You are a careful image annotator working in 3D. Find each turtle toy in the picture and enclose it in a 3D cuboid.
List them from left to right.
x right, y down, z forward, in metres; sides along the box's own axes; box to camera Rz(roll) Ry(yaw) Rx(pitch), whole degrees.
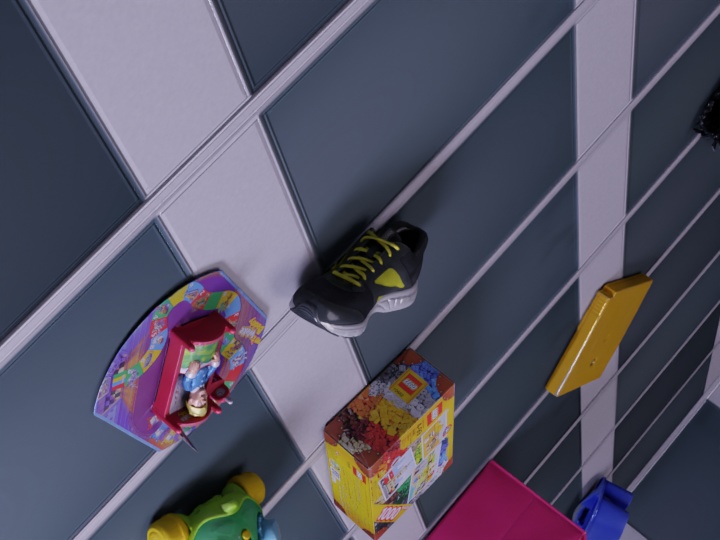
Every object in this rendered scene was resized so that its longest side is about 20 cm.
[{"bbox_3d":[-0.147,0.309,1.238,0.145,0.101,0.202,-23,142,-46],"label":"turtle toy"}]

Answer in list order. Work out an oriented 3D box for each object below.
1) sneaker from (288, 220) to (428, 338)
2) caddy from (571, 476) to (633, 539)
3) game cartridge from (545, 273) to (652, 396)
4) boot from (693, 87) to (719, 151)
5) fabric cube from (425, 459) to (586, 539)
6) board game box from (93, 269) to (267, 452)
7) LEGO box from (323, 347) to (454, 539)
[{"bbox_3d":[0.000,0.000,1.153,0.200,0.074,0.085,-25,138,-60],"label":"sneaker"},{"bbox_3d":[0.522,0.552,2.685,0.142,0.104,0.202,-59,169,-55],"label":"caddy"},{"bbox_3d":[0.390,0.102,1.981,0.176,0.032,0.202,-11,129,-55],"label":"game cartridge"},{"bbox_3d":[0.581,-0.260,1.806,0.199,0.073,0.162,-58,151,11],"label":"boot"},{"bbox_3d":[0.232,0.467,1.971,0.200,0.199,0.197,-49,154,-14],"label":"fabric cube"},{"bbox_3d":[-0.138,0.091,1.049,0.158,0.039,0.200,-50,155,-7],"label":"board game box"},{"bbox_3d":[0.038,0.212,1.459,0.149,0.077,0.201,-41,152,-23],"label":"LEGO box"}]
